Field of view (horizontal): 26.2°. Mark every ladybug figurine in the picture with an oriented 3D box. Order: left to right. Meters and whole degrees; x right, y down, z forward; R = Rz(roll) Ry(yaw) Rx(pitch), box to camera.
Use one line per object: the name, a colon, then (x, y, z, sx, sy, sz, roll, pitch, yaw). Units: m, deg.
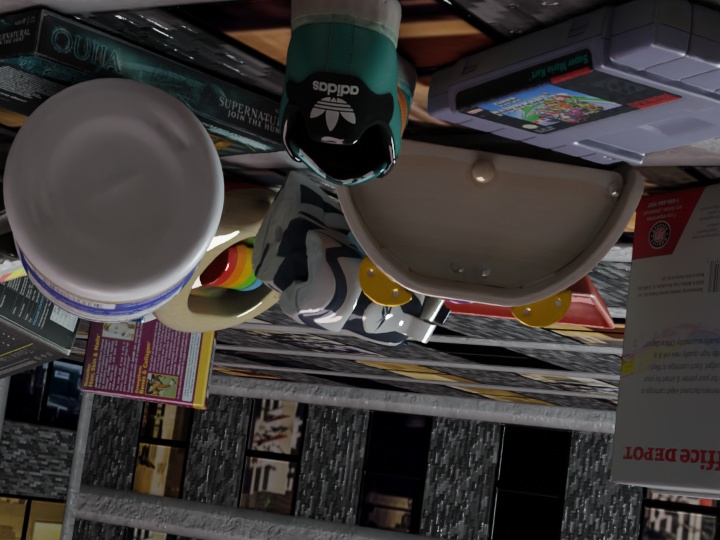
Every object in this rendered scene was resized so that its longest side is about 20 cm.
ladybug figurine: (-0.112, -0.017, 1.232, 0.072, 0.136, 0.199, 45, -168, 24)

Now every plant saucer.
plant saucer: (0.126, 0.013, 1.406, 0.197, 0.037, 0.200, 5, 171, 15)

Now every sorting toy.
sorting toy: (0.069, -0.040, 1.039, 0.197, 0.108, 0.180, 8, -169, -4)

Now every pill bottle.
pill bottle: (-0.147, -0.032, 0.911, 0.118, 0.121, 0.200, 9, 172, -10)

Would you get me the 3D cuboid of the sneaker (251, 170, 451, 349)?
sneaker: (0.000, 0.000, 1.110, 0.128, 0.080, 0.199, 24, -173, -20)

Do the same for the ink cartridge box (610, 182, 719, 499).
ink cartridge box: (0.271, 0.055, 1.027, 0.143, 0.203, 0.145, 12, 171, -29)

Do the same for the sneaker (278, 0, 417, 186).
sneaker: (-0.010, -0.080, 0.793, 0.070, 0.081, 0.200, 7, 172, 6)

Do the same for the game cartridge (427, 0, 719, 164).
game cartridge: (0.132, -0.089, 0.775, 0.128, 0.039, 0.199, 7, 173, -26)

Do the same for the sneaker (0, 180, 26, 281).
sneaker: (-0.269, -0.017, 1.069, 0.197, 0.079, 0.090, -11, 177, 3)

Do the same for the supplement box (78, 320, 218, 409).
supplement box: (-0.332, 0.142, 2.439, 0.197, 0.133, 0.103, 9, 172, -2)

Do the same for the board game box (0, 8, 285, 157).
board game box: (-0.149, -0.106, 0.932, 0.134, 0.029, 0.199, -1, 168, 44)

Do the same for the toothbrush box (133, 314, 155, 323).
toothbrush box: (-0.237, -0.015, 1.322, 0.197, 0.087, 0.146, 6, -171, 20)

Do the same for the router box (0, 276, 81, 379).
router box: (-0.332, 0.028, 1.215, 0.149, 0.063, 0.199, 31, 147, -34)

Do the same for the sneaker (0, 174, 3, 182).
sneaker: (-0.382, -0.066, 1.222, 0.198, 0.090, 0.080, 11, 170, -31)
